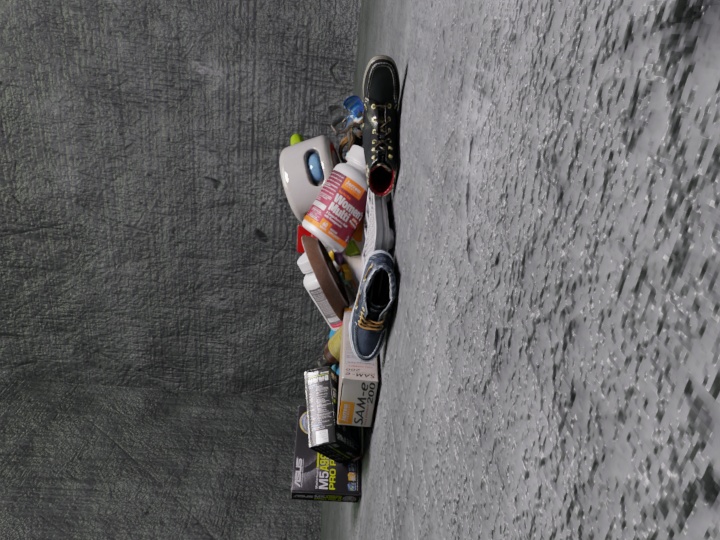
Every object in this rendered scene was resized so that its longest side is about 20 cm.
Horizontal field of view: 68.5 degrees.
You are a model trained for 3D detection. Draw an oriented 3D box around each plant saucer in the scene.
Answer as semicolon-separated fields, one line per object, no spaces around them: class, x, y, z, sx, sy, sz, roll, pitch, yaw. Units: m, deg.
plant saucer;-0.071;0.010;1.164;0.206;0.034;0.200;63;-177;-5

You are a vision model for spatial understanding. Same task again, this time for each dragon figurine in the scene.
dragon figurine;-0.011;-0.377;1.271;0.100;0.196;0.060;46;152;27

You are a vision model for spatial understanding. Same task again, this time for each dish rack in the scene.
dish rack;0.032;-0.058;1.025;0.204;0.042;0.176;-92;8;-51

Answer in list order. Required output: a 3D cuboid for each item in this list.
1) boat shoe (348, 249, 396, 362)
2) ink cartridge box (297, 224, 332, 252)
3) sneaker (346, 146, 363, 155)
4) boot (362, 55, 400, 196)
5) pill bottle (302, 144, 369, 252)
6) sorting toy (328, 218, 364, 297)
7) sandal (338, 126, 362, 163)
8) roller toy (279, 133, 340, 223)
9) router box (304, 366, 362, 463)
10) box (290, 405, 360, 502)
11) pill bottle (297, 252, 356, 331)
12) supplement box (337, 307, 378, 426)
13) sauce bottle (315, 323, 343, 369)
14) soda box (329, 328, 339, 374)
boat shoe;0.018;0.074;0.899;0.091;0.068;0.209;-88;5;-73
ink cartridge box;-0.079;-0.055;1.443;0.118;0.191;0.069;101;173;-50
sneaker;-0.007;-0.190;1.223;0.077;0.089;0.209;26;117;50
boot;0.040;-0.257;0.961;0.208;0.070;0.158;94;174;-49
pill bottle;-0.032;-0.152;1.121;0.204;0.107;0.110;-58;6;0
sorting toy;0.000;0.000;1.207;0.202;0.103;0.185;103;152;-59
sandal;-0.028;-0.300;1.300;0.082;0.052;0.206;58;-155;-49
roller toy;-0.100;-0.213;1.253;0.186;0.134;0.205;-94;-14;-53
router box;-0.055;0.313;1.130;0.201;0.060;0.155;59;-161;-58
box;-0.076;0.420;1.220;0.045;0.153;0.205;102;172;-47
pill bottle;-0.077;0.041;1.338;0.204;0.108;0.111;59;-171;-20
supplement box;-0.006;0.191;1.073;0.203;0.070;0.130;-90;6;-54
sauce bottle;-0.046;0.178;1.249;0.201;0.063;0.067;-49;30;43
soda box;-0.039;0.220;1.364;0.204;0.062;0.070;-100;24;-50
